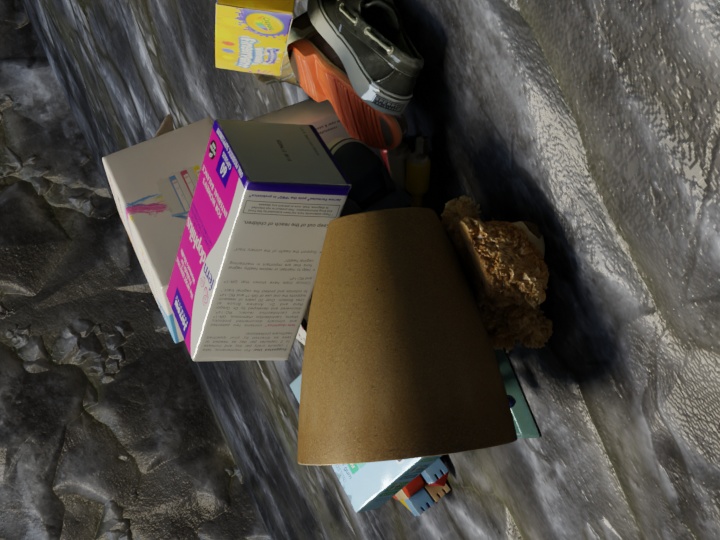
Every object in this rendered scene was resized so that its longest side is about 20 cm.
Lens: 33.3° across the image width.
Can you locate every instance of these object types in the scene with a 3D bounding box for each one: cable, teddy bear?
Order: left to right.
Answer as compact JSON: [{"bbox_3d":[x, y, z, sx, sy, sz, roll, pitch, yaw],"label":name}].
[{"bbox_3d":[0.048,-0.050,1.179,0.097,0.050,0.201,-143,45,-58],"label":"cable"},{"bbox_3d":[0.121,0.005,1.056,0.200,0.066,0.145,81,165,-57],"label":"teddy bear"}]

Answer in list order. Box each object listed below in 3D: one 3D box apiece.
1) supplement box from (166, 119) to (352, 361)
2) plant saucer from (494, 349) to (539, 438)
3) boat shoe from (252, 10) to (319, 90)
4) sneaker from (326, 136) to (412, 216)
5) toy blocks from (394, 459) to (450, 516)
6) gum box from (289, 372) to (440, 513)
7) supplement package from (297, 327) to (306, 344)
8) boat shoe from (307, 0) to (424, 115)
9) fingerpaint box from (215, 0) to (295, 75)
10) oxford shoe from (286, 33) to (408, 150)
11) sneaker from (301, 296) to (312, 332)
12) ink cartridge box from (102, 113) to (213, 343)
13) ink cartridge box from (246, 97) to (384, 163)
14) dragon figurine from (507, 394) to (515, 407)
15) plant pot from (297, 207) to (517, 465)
[{"bbox_3d":[-0.097,-0.024,1.092,0.101,0.103,0.201,58,138,45],"label":"supplement box"},{"bbox_3d":[0.122,0.078,1.205,0.201,0.019,0.070,67,163,0],"label":"plant saucer"},{"bbox_3d":[-0.067,-0.225,1.318,0.076,0.072,0.200,57,164,-7],"label":"boat shoe"},{"bbox_3d":[0.027,-0.031,1.119,0.079,0.078,0.201,15,134,52],"label":"sneaker"},{"bbox_3d":[0.055,0.248,1.525,0.137,0.100,0.200,54,162,5],"label":"toy blocks"},{"bbox_3d":[0.031,0.138,1.314,0.200,0.044,0.170,-45,62,29],"label":"gum box"},{"bbox_3d":[-0.053,-0.026,1.432,0.117,0.116,0.201,32,141,62],"label":"supplement package"},{"bbox_3d":[0.010,-0.221,1.101,0.064,0.070,0.200,-59,38,29],"label":"boat shoe"},{"bbox_3d":[-0.095,-0.293,1.134,0.200,0.073,0.168,142,135,-81],"label":"fingerpaint box"},{"bbox_3d":[0.001,-0.181,1.144,0.200,0.073,0.072,49,160,45],"label":"oxford shoe"},{"bbox_3d":[-0.028,0.091,1.163,0.200,0.071,0.099,49,125,14],"label":"sneaker"},{"bbox_3d":[-0.184,-0.053,1.284,0.201,0.125,0.129,61,165,26],"label":"ink cartridge box"},{"bbox_3d":[-0.039,-0.071,1.275,0.147,0.145,0.201,31,141,67],"label":"ink cartridge box"},{"bbox_3d":[0.062,0.130,1.187,0.099,0.199,0.059,-30,-79,-65],"label":"dragon figurine"},{"bbox_3d":[0.027,0.053,1.016,0.186,0.185,0.201,159,105,-73],"label":"plant pot"}]
